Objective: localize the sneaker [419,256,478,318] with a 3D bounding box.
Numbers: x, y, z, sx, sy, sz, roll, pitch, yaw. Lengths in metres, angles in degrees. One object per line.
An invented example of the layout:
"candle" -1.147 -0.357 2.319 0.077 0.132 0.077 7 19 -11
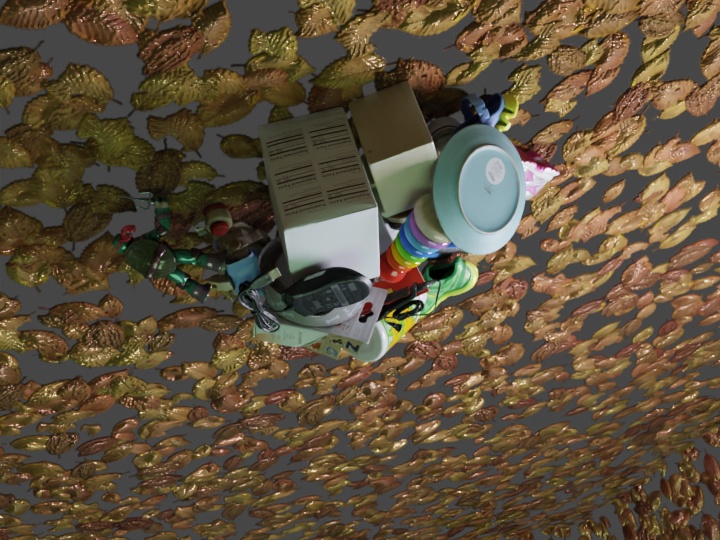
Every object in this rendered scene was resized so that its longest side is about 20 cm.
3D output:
"sneaker" 0.146 0.028 1.894 0.199 0.075 0.083 -33 122 27

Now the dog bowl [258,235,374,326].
"dog bowl" -0.075 0.015 1.553 0.197 0.201 0.059 -6 132 -19

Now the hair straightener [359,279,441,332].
"hair straightener" 0.062 0.069 1.636 0.198 0.041 0.077 -26 118 21

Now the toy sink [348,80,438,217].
"toy sink" 0.060 -0.174 1.472 0.110 0.132 0.201 -20 149 3

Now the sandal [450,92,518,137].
"sandal" 0.177 -0.202 1.489 0.086 0.203 0.079 21 176 -26

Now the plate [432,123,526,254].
"plate" 0.194 -0.126 1.435 0.198 0.204 0.025 7 179 -35

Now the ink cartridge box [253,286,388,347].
"ink cartridge box" -0.065 0.073 1.581 0.197 0.163 0.051 13 125 8

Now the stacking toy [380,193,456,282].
"stacking toy" 0.083 -0.039 1.502 0.084 0.087 0.200 2 151 -29

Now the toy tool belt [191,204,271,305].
"toy tool belt" -0.206 -0.013 1.583 0.123 0.124 0.201 -21 148 5

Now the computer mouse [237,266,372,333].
"computer mouse" -0.089 0.020 1.397 0.197 0.047 0.141 -20 144 13

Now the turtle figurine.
"turtle figurine" -0.322 -0.028 1.478 0.198 0.102 0.150 27 130 -12

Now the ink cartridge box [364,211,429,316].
"ink cartridge box" 0.000 0.000 1.645 0.198 0.176 0.043 -24 -174 31

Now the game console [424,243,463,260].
"game console" 0.128 -0.033 1.739 0.197 0.171 0.120 -2 119 -24

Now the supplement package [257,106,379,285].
"supplement package" -0.064 -0.105 1.445 0.145 0.202 0.192 -14 149 -6

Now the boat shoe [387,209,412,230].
"boat shoe" 0.117 -0.086 1.624 0.198 0.072 0.066 -15 114 -48

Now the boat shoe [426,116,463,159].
"boat shoe" 0.174 -0.190 1.568 0.071 0.063 0.199 -30 146 18

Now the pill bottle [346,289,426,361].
"pill bottle" 0.049 0.082 1.801 0.200 0.111 0.111 -39 171 -47

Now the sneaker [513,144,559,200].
"sneaker" 0.265 -0.166 1.605 0.198 0.082 0.089 13 118 -45

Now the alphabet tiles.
"alphabet tiles" -0.081 0.087 1.710 0.197 0.006 0.168 22 131 -1
